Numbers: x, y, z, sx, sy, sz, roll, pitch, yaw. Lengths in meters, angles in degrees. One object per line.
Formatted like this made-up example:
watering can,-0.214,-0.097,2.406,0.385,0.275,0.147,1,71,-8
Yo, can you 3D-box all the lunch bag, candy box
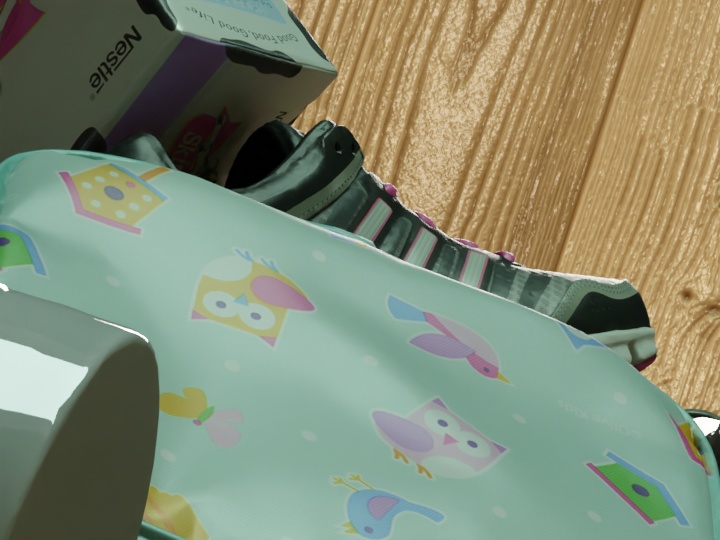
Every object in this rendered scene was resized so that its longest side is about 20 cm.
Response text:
lunch bag,-0.016,0.059,0.651,0.199,0.077,0.161,21,30,-11
candy box,-0.124,-0.071,0.873,0.071,0.168,0.200,11,36,-51

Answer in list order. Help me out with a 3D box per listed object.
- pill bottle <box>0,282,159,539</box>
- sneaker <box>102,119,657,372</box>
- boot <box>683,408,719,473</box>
pill bottle,-0.137,0.019,0.445,0.199,0.113,0.112,18,-2,9
sneaker,0.000,0.000,0.804,0.199,0.088,0.074,1,-20,-35
boot,0.147,0.115,0.904,0.182,0.072,0.200,58,-13,-3
